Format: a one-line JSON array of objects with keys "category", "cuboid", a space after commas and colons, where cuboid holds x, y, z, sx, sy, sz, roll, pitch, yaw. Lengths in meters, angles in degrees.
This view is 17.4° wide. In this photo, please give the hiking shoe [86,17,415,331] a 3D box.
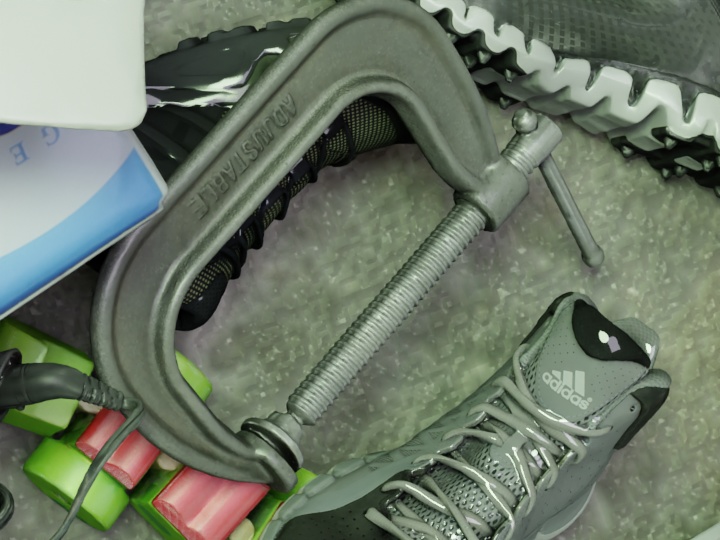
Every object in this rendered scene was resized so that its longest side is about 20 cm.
[{"category": "hiking shoe", "cuboid": [-0.054, -0.029, 0.824, 0.199, 0.076, 0.101, -7, 83, -21]}]

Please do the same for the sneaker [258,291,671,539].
[{"category": "sneaker", "cuboid": [0.042, 0.061, 0.801, 0.075, 0.116, 0.200, 43, 37, 10]}]

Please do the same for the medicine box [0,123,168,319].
[{"category": "medicine box", "cuboid": [-0.189, -0.050, 0.686, 0.182, 0.103, 0.200, -35, 95, -21]}]

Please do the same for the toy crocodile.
[{"category": "toy crocodile", "cuboid": [-0.053, 0.082, 0.834, 0.200, 0.062, 0.068, 41, 76, -14]}]

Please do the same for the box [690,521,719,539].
[{"category": "box", "cuboid": [0.176, 0.176, 0.828, 0.152, 0.200, 0.107, -27, 117, -17]}]

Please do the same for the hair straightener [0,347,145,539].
[{"category": "hair straightener", "cuboid": [-0.162, 0.074, 0.760, 0.199, 0.041, 0.077, -11, 91, 10]}]

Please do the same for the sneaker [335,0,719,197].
[{"category": "sneaker", "cuboid": [0.079, -0.102, 0.889, 0.199, 0.066, 0.091, 21, 78, -22]}]

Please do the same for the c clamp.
[{"category": "c clamp", "cuboid": [0.000, 0.000, 0.808, 0.200, 0.027, 0.171, -44, 130, -21]}]

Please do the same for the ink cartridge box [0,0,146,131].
[{"category": "ink cartridge box", "cuboid": [-0.159, -0.087, 0.611, 0.199, 0.067, 0.117, 2, 82, -19]}]
